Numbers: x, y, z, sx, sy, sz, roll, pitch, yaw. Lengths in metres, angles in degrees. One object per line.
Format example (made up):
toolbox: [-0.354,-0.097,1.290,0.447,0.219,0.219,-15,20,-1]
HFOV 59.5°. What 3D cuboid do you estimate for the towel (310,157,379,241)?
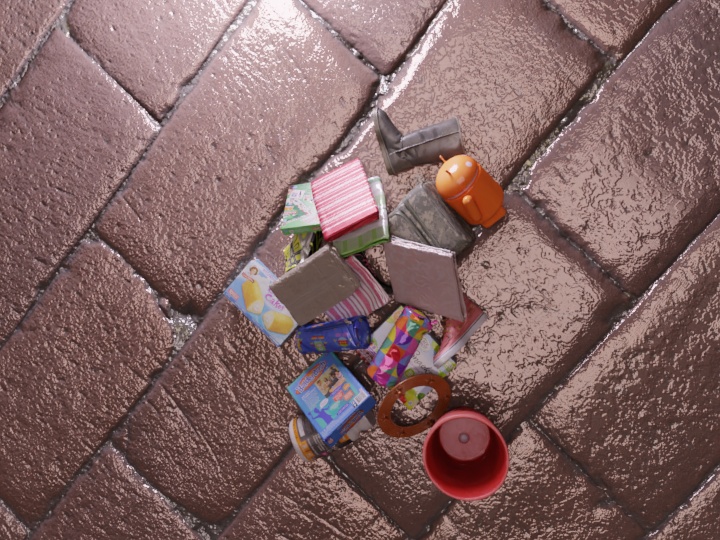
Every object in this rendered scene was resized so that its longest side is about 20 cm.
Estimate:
towel: [-0.040,-0.168,1.491,0.143,0.023,0.202,-25,51,10]

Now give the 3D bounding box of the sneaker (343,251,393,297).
sneaker: [0.000,0.000,1.573,0.198,0.079,0.096,26,85,5]

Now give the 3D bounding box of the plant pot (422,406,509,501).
plant pot: [0.249,0.418,1.502,0.197,0.177,0.204,0,93,8]

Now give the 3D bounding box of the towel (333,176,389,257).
towel: [-0.007,-0.130,1.514,0.148,0.031,0.202,-21,50,17]

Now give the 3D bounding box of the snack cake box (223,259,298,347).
snack cake box: [-0.236,0.082,1.611,0.200,0.067,0.115,43,99,4]

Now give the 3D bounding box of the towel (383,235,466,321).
towel: [0.149,0.019,1.467,0.198,0.032,0.193,16,134,38]

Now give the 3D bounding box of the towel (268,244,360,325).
towel: [-0.108,0.035,1.493,0.199,0.035,0.133,-31,107,20]

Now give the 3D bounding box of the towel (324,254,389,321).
towel: [-0.035,0.062,1.542,0.147,0.030,0.199,49,130,-6]

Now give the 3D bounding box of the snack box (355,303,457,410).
snack box: [0.114,0.211,1.565,0.169,0.068,0.200,-44,88,9]

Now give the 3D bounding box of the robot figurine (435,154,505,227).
robot figurine: [0.256,-0.187,1.471,0.199,0.116,0.145,39,68,-25]

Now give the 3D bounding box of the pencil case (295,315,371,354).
pencil case: [-0.068,0.160,1.553,0.198,0.079,0.087,-10,131,29]

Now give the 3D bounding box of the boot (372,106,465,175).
boot: [0.141,-0.334,1.528,0.197,0.073,0.184,-16,105,16]

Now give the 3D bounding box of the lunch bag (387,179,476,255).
lunch bag: [0.157,-0.091,1.513,0.167,0.139,0.201,-39,86,26]

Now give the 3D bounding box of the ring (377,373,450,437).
ring: [0.134,0.335,1.531,0.198,0.019,0.203,-11,124,-17]

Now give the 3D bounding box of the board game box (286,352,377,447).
board game box: [-0.073,0.305,1.535,0.152,0.045,0.200,-42,45,-5]

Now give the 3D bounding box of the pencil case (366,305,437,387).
pencil case: [0.095,0.181,1.493,0.088,0.088,0.201,33,98,5]

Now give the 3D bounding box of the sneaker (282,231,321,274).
sneaker: [-0.160,-0.019,1.583,0.075,0.076,0.202,13,72,17]

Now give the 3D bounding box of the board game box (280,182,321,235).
board game box: [-0.093,-0.160,1.540,0.197,0.029,0.136,-5,58,21]

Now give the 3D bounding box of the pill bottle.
pill bottle: [-0.071,0.389,1.580,0.198,0.116,0.118,-28,89,10]

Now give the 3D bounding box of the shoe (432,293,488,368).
shoe: [0.217,0.142,1.510,0.091,0.072,0.200,45,60,7]
